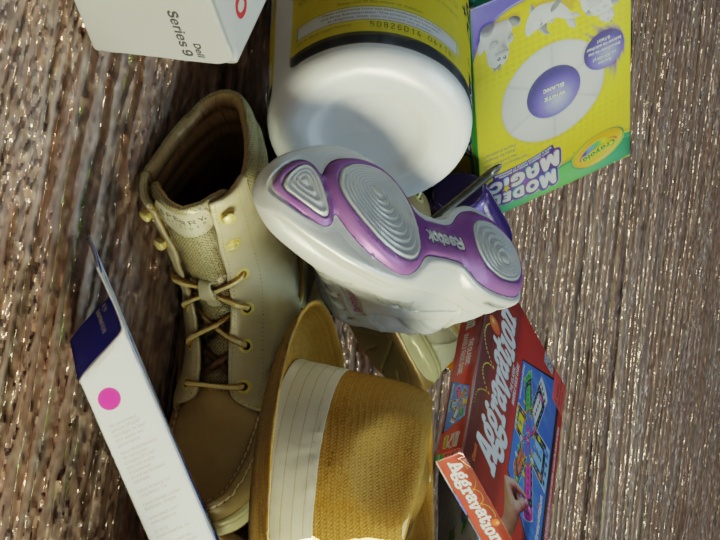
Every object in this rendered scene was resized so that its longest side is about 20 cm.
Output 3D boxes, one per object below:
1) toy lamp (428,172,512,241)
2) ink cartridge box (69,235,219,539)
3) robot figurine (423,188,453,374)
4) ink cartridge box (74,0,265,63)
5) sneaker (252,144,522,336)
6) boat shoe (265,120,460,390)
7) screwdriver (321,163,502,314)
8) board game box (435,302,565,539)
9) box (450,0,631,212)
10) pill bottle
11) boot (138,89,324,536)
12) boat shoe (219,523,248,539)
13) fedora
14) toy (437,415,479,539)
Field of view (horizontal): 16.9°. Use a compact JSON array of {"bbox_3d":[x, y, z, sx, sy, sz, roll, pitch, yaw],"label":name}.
[{"bbox_3d":[0.074,0.020,1.529,0.201,0.058,0.058,79,28,-45],"label":"toy lamp"},{"bbox_3d":[-0.104,0.086,1.182,0.095,0.037,0.201,-133,-157,-77],"label":"ink cartridge box"},{"bbox_3d":[0.031,0.000,1.567,0.200,0.058,0.146,36,62,-66],"label":"robot figurine"},{"bbox_3d":[-0.081,-0.223,1.189,0.146,0.084,0.201,71,33,-47],"label":"ink cartridge box"},{"bbox_3d":[0.001,-0.003,1.296,0.200,0.099,0.075,24,47,-47],"label":"sneaker"},{"bbox_3d":[0.008,-0.024,1.430,0.066,0.074,0.201,-39,122,-24],"label":"boat shoe"},{"bbox_3d":[0.000,0.000,1.381,0.200,0.029,0.028,-44,166,1],"label":"screwdriver"},{"bbox_3d":[0.083,0.087,1.399,0.103,0.019,0.200,59,23,-24],"label":"board game box"},{"bbox_3d":[0.108,-0.114,1.494,0.117,0.048,0.201,-25,140,-17],"label":"box"},{"bbox_3d":[0.005,-0.143,1.351,0.112,0.111,0.201,72,14,-46],"label":"pill bottle"},{"bbox_3d":[-0.077,0.023,1.282,0.156,0.072,0.201,69,33,-50],"label":"boot"},{"bbox_3d":[-0.057,0.129,1.390,0.065,0.071,0.200,-54,172,28],"label":"boat shoe"},{"bbox_3d":[-0.002,0.112,1.258,0.201,0.081,0.202,3,90,-80],"label":"fedora"},{"bbox_3d":[0.074,0.141,1.454,0.115,0.047,0.201,108,-7,-49],"label":"toy"}]
